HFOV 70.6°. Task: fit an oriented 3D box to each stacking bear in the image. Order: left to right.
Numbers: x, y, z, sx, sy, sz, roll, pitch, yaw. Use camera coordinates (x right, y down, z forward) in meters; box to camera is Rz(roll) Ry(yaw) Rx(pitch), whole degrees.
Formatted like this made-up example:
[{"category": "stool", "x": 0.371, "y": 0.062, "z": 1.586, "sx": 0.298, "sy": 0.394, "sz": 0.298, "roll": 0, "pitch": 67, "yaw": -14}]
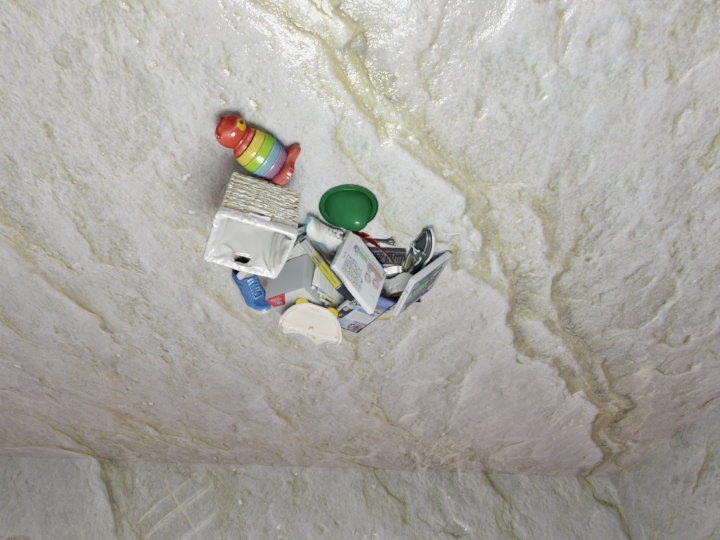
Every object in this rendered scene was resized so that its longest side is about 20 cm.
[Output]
[{"category": "stacking bear", "x": -0.266, "y": -0.305, "z": 1.263, "sx": 0.200, "sy": 0.122, "sz": 0.114, "roll": 33, "pitch": 140, "yaw": -30}]

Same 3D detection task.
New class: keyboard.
[{"category": "keyboard", "x": 0.047, "y": -0.059, "z": 1.618, "sx": 0.200, "sy": 0.021, "sz": 0.127, "roll": 1, "pitch": 140, "yaw": -3}]

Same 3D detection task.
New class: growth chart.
[{"category": "growth chart", "x": -0.099, "y": 0.058, "z": 1.666, "sx": 0.018, "sy": 0.145, "sz": 0.200, "roll": -8, "pitch": 143, "yaw": 29}]

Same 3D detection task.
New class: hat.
[{"category": "hat", "x": -0.022, "y": -0.122, "z": 1.422, "sx": 0.200, "sy": 0.176, "sz": 0.166, "roll": -7, "pitch": 139, "yaw": 8}]

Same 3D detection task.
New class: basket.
[{"category": "basket", "x": -0.269, "y": -0.113, "z": 1.275, "sx": 0.198, "sy": 0.161, "sz": 0.200, "roll": 15, "pitch": 142, "yaw": -18}]

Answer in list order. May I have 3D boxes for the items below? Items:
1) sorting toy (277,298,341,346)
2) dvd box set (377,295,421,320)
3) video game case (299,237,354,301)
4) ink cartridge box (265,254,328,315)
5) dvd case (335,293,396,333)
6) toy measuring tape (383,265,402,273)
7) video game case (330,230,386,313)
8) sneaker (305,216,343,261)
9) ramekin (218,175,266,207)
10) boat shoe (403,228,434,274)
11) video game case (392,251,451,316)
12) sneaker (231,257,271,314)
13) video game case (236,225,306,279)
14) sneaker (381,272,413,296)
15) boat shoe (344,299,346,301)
[{"category": "sorting toy", "x": -0.171, "y": 0.184, "z": 1.626, "sx": 0.200, "sy": 0.107, "sz": 0.180, "roll": 20, "pitch": 147, "yaw": -12}, {"category": "dvd box set", "x": 0.097, "y": 0.133, "z": 1.770, "sx": 0.146, "sy": 0.029, "sz": 0.200, "roll": 1, "pitch": 158, "yaw": -33}, {"category": "video game case", "x": -0.094, "y": 0.002, "z": 1.502, "sx": 0.025, "sy": 0.181, "sz": 0.200, "roll": -39, "pitch": 163, "yaw": 0}, {"category": "ink cartridge box", "x": -0.192, "y": 0.077, "z": 1.680, "sx": 0.145, "sy": 0.145, "sz": 0.200, "roll": -18, "pitch": 137, "yaw": 19}, {"category": "dvd case", "x": 0.000, "y": 0.131, "z": 1.644, "sx": 0.143, "sy": 0.018, "sz": 0.200, "roll": 24, "pitch": 129, "yaw": -36}, {"category": "toy measuring tape", "x": 0.036, "y": 0.010, "z": 1.656, "sx": 0.200, "sy": 0.074, "sz": 0.074, "roll": -6, "pitch": 139, "yaw": 9}, {"category": "video game case", "x": 0.000, "y": 0.000, "z": 1.525, "sx": 0.024, "sy": 0.182, "sz": 0.200, "roll": -20, "pitch": 121, "yaw": 33}, {"category": "sneaker", "x": -0.098, "y": -0.103, "z": 1.528, "sx": 0.081, "sy": 0.077, "sz": 0.200, "roll": -17, "pitch": 146, "yaw": 21}, {"category": "ramekin", "x": -0.307, "y": -0.157, "z": 1.437, "sx": 0.200, "sy": 0.105, "sz": 0.200, "roll": 0, "pitch": 140, "yaw": 0}, {"category": "boat shoe", "x": 0.181, "y": -0.054, "z": 1.580, "sx": 0.060, "sy": 0.076, "sz": 0.200, "roll": -2, "pitch": 140, "yaw": -12}, {"category": "video game case", "x": 0.197, "y": 0.043, "z": 1.622, "sx": 0.023, "sy": 0.200, "sz": 0.182, "roll": 43, "pitch": 141, "yaw": 19}, {"category": "sneaker", "x": -0.348, "y": 0.043, "z": 1.621, "sx": 0.077, "sy": 0.200, "sz": 0.111, "roll": -21, "pitch": 148, "yaw": -30}, {"category": "video game case", "x": -0.258, "y": -0.056, "z": 1.524, "sx": 0.200, "sy": 0.182, "sz": 0.023, "roll": -40, "pitch": 83, "yaw": 37}, {"category": "sneaker", "x": 0.108, "y": 0.058, "z": 1.717, "sx": 0.200, "sy": 0.077, "sz": 0.082, "roll": -11, "pitch": 167, "yaw": 32}, {"category": "boat shoe", "x": -0.011, "y": 0.087, "z": 1.697, "sx": 0.062, "sy": 0.072, "sz": 0.200, "roll": 10, "pitch": 173, "yaw": -10}]
